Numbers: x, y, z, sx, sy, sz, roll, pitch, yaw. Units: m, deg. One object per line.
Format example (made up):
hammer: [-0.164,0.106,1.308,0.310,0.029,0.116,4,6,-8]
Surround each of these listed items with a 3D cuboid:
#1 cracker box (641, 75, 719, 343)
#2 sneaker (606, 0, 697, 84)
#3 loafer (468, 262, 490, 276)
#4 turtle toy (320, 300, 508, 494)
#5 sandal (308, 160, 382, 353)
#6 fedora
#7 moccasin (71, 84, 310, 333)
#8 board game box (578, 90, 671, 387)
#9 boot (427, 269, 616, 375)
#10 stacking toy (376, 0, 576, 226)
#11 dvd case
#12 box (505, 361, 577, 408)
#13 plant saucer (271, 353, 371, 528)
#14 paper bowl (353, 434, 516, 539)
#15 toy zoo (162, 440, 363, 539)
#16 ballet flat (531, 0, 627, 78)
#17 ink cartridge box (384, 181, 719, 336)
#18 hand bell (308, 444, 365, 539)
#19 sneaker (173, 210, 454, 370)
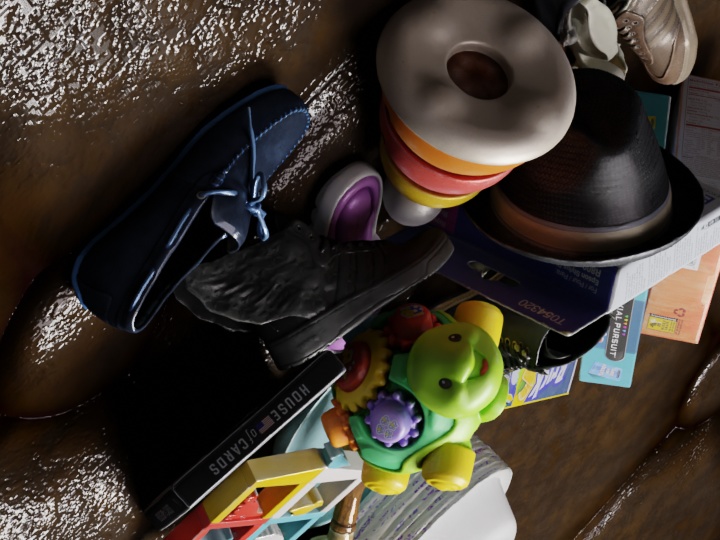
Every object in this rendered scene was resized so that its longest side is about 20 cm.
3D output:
cracker box: [0.286,-0.056,1.787,0.201,0.057,0.135,-75,174,-46]
sneaker: [0.217,-0.214,1.624,0.075,0.071,0.201,-25,142,-8]
loafer: [0.134,-0.003,1.736,0.069,0.075,0.200,-36,152,7]
turtle toy: [0.042,0.082,1.510,0.101,0.199,0.147,23,70,-31]
sandal: [-0.006,0.004,1.555,0.082,0.050,0.203,-37,148,-23]
fedora: [0.162,-0.088,1.524,0.200,0.200,0.092,-30,131,-33]
moccasin: [-0.099,-0.034,1.359,0.200,0.068,0.081,-47,151,-7]
board game box: [0.223,-0.028,1.732,0.152,0.047,0.201,91,9,-48]
boot: [0.102,0.065,1.581,0.077,0.138,0.200,39,100,-21]
stacking toy: [0.059,-0.091,1.488,0.146,0.146,0.200,-30,161,-32]
dvd case: [-0.089,0.127,1.510,0.150,0.025,0.200,-41,178,-16]
box: [0.128,0.073,1.762,0.200,0.064,0.071,-4,110,-66]
plant saucer: [-0.008,0.124,1.704,0.199,0.036,0.201,-35,147,-26]
paper bowl: [0.060,0.243,1.830,0.200,0.104,0.201,-41,162,-17]
toy zoo: [-0.078,0.190,1.611,0.131,0.021,0.200,1,143,-47]
ballet flat: [0.170,-0.171,1.584,0.073,0.073,0.200,-42,150,-15]
ink cartridge box: [0.151,-0.039,1.576,0.199,0.196,0.044,-27,130,-38]
hand bell: [-0.014,0.201,1.688,0.104,0.104,0.201,-13,121,-48]
sneaker: [-0.031,-0.005,1.460,0.199,0.105,0.060,-35,-175,-25]
